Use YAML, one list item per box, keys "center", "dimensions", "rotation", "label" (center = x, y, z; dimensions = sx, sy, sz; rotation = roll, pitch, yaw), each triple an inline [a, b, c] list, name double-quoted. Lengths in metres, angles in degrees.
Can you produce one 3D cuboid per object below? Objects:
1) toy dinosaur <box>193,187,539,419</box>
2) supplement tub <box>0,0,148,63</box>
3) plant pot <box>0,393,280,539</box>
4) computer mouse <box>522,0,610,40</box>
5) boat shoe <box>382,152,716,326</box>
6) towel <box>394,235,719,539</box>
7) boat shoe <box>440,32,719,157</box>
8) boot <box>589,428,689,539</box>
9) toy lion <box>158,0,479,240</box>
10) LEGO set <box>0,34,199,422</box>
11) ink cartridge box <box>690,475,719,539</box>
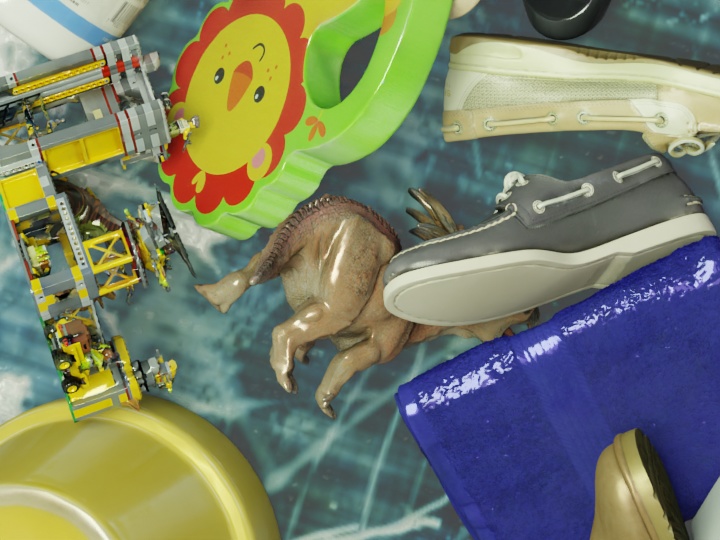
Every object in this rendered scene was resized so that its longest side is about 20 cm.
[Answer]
- center: [0.000, 0.000, 1.189]
  dimensions: [0.136, 0.200, 0.086]
  rotation: [-46, 53, 6]
  label: "toy dinosaur"
- center: [-0.142, -0.224, 1.222]
  dimensions: [0.132, 0.132, 0.200]
  rotation: [39, 96, 8]
  label: "supplement tub"
- center: [-0.156, 0.170, 1.196]
  dimensions: [0.199, 0.189, 0.203]
  rotation: [0, 89, 10]
  label: "plant pot"
- center: [0.140, -0.222, 1.224]
  dimensions: [0.058, 0.034, 0.201]
  rotation: [21, 89, 26]
  label: "computer mouse"
- center: [0.094, -0.020, 1.180]
  dimensions: [0.198, 0.073, 0.063]
  rotation: [-11, 68, -24]
  label: "boat shoe"
- center: [0.135, 0.079, 1.204]
  dimensions: [0.199, 0.050, 0.148]
  rotation: [-26, 110, 9]
  label: "towel"
- center: [0.142, -0.087, 1.202]
  dimensions: [0.199, 0.073, 0.064]
  rotation: [10, 99, 13]
  label: "boat shoe"
- center: [0.084, 0.184, 1.182]
  dimensions: [0.198, 0.066, 0.176]
  rotation: [-18, 123, 9]
  label: "boot"
- center: [-0.035, -0.108, 1.191]
  dimensions: [0.199, 0.068, 0.193]
  rotation: [18, 89, 53]
  label: "toy lion"
- center: [-0.131, -0.028, 1.198]
  dimensions: [0.115, 0.155, 0.201]
  rotation: [-18, 45, -8]
  label: "LEGO set"
- center: [0.238, 0.094, 1.091]
  dimensions: [0.043, 0.174, 0.201]
  rotation: [27, 108, -6]
  label: "ink cartridge box"
